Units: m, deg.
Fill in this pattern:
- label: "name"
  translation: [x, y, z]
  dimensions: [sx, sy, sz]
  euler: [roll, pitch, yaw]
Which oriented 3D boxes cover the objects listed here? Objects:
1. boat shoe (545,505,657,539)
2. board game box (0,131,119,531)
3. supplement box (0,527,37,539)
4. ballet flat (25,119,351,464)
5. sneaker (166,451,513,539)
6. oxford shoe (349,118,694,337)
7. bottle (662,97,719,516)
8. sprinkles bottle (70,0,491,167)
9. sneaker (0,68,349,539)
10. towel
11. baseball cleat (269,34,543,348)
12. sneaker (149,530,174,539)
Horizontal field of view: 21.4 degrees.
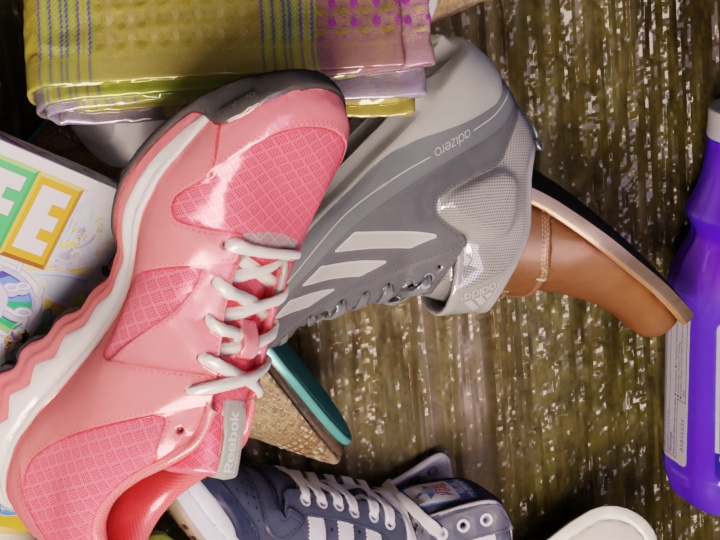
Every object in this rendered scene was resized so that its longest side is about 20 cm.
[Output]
- label: "boat shoe"
  translation: [0.078, 0.201, 0.940]
  dimensions: [0.072, 0.060, 0.203]
  euler: [31, 92, -1]
- label: "board game box"
  translation: [-0.163, 0.009, 0.649]
  dimensions: [0.199, 0.034, 0.135]
  euler: [23, 94, -53]
- label: "supplement box"
  translation: [-0.208, 0.138, 0.772]
  dimensions: [0.125, 0.073, 0.202]
  euler: [9, 103, -28]
- label: "ballet flat"
  translation: [-0.079, 0.016, 0.802]
  dimensions: [0.065, 0.071, 0.201]
  euler: [-35, 110, 0]
- label: "sneaker"
  translation: [-0.006, 0.111, 0.862]
  dimensions: [0.109, 0.070, 0.200]
  euler: [-45, 125, -3]
- label: "oxford shoe"
  translation: [0.062, -0.015, 0.858]
  dimensions: [0.199, 0.071, 0.072]
  euler: [30, 98, -19]
- label: "bottle"
  translation: [0.189, 0.017, 0.926]
  dimensions: [0.083, 0.065, 0.202]
  euler: [-12, 112, -22]
- label: "sprinkles bottle"
  translation: [-0.026, -0.108, 0.757]
  dimensions: [0.199, 0.068, 0.069]
  euler: [-28, 118, -29]
- label: "sneaker"
  translation: [-0.053, 0.025, 0.651]
  dimensions: [0.073, 0.087, 0.201]
  euler: [8, 124, -51]
- label: "towel"
  translation: [-0.052, -0.145, 0.691]
  dimensions: [0.142, 0.023, 0.202]
  euler: [-5, 70, -1]
- label: "baseball cleat"
  translation: [0.000, 0.000, 0.756]
  dimensions: [0.200, 0.070, 0.107]
  euler: [-45, 112, -12]
- label: "sneaker"
  translation: [-0.082, 0.157, 0.804]
  dimensions: [0.077, 0.075, 0.200]
  euler: [-58, 156, -13]
